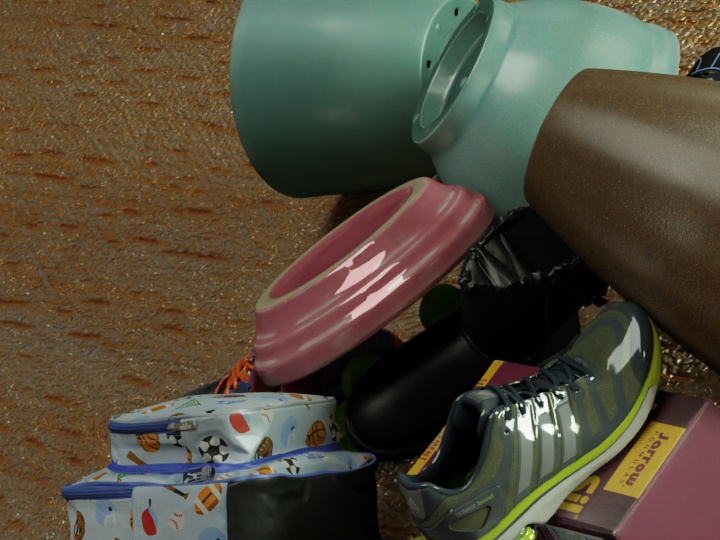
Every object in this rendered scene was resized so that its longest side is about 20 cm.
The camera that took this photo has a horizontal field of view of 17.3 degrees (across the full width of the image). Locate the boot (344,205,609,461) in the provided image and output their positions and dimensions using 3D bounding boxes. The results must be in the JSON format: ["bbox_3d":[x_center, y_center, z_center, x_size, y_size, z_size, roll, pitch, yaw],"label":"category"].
[{"bbox_3d":[0.078,0.037,1.571,0.197,0.163,0.074,-27,68,-15],"label":"boot"}]

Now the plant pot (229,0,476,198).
[{"bbox_3d":[0.017,-0.157,1.914,0.160,0.201,0.201,3,47,33],"label":"plant pot"}]

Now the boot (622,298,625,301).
[{"bbox_3d":[0.231,-0.056,1.565,0.202,0.154,0.074,-18,34,31],"label":"boot"}]

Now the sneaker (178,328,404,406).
[{"bbox_3d":[-0.064,0.074,1.781,0.199,0.079,0.076,-25,31,21],"label":"sneaker"}]

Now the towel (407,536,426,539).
[{"bbox_3d":[0.001,0.230,1.441,0.200,0.018,0.086,-48,11,-33],"label":"towel"}]

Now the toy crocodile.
[{"bbox_3d":[0.051,0.068,1.694,0.200,0.062,0.067,-41,29,-16],"label":"toy crocodile"}]

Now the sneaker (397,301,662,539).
[{"bbox_3d":[0.102,0.090,1.399,0.200,0.081,0.074,-49,32,-16],"label":"sneaker"}]

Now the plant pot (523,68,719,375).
[{"bbox_3d":[0.207,-0.041,1.457,0.199,0.188,0.187,26,62,20],"label":"plant pot"}]

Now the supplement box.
[{"bbox_3d":[0.138,0.133,1.471,0.199,0.086,0.111,8,52,52],"label":"supplement box"}]

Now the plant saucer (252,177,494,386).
[{"bbox_3d":[0.000,0.000,1.635,0.200,0.051,0.201,-37,8,6],"label":"plant saucer"}]

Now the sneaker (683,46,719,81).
[{"bbox_3d":[0.244,-0.109,1.704,0.070,0.078,0.201,-19,34,29],"label":"sneaker"}]

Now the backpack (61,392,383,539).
[{"bbox_3d":[-0.099,0.156,1.538,0.189,0.199,0.156,-14,79,29],"label":"backpack"}]

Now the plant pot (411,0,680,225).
[{"bbox_3d":[0.120,-0.115,1.710,0.201,0.133,0.201,-58,13,22],"label":"plant pot"}]

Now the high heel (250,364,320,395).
[{"bbox_3d":[-0.069,0.146,1.667,0.067,0.096,0.201,-20,34,27],"label":"high heel"}]
